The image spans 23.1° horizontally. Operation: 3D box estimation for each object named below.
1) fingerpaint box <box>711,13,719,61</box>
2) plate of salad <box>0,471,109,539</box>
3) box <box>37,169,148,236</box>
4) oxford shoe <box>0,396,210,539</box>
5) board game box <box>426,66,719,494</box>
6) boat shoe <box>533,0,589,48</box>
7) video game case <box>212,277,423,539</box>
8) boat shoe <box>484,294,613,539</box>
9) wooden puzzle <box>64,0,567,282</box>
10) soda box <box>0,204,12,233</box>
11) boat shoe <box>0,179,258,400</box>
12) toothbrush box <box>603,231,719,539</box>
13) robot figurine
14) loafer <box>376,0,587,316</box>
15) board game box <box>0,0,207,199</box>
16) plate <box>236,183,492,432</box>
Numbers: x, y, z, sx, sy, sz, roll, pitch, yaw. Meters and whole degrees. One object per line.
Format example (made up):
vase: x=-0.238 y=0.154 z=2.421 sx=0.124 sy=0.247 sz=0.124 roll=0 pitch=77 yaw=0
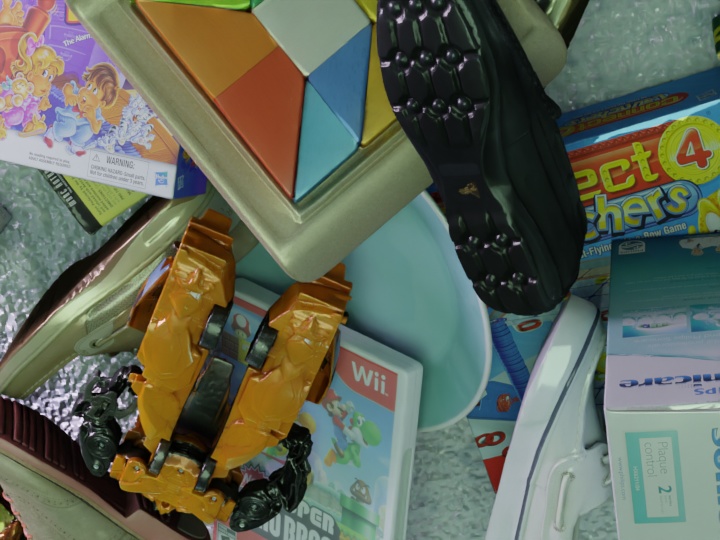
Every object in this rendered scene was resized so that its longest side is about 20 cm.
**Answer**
fingerpaint box: x=0.307 y=-0.088 z=0.923 sx=0.166 sy=0.073 sz=0.200 roll=-32 pitch=105 yaw=21
plate of salad: x=-0.206 y=0.210 z=1.143 sx=0.198 sy=0.048 sz=0.202 roll=3 pitch=114 yaw=8
box: x=-0.095 y=-0.105 z=0.989 sx=0.199 sy=0.050 sz=0.075 roll=-33 pitch=104 yaw=21
oxford shoe: x=-0.190 y=0.140 z=1.064 sx=0.199 sy=0.071 sz=0.075 roll=35 pitch=101 yaw=-15
board game box: x=0.139 y=0.010 z=1.000 sx=0.198 sy=0.056 sz=0.197 roll=-16 pitch=110 yaw=15
boat shoe: x=0.094 y=-0.167 z=0.928 sx=0.066 sy=0.072 sz=0.202 roll=27 pitch=115 yaw=8
video game case: x=-0.030 y=0.119 z=1.051 sx=0.142 sy=0.017 sz=0.202 roll=24 pitch=122 yaw=34
boat shoe: x=0.114 y=0.107 z=0.972 sx=0.065 sy=0.072 sz=0.201 roll=17 pitch=117 yaw=9
wooden puzzle: x=-0.021 y=-0.125 z=0.880 sx=0.185 sy=0.037 sz=0.200 roll=-40 pitch=95 yaw=-2
soda box: x=-0.298 y=-0.074 z=1.023 sx=0.063 sy=0.068 sz=0.200 roll=-35 pitch=105 yaw=20
boat shoe: x=-0.142 y=0.022 z=1.039 sx=0.065 sy=0.072 sz=0.200 roll=42 pitch=114 yaw=-16
toothbrush box: x=0.171 y=0.085 z=0.888 sx=0.084 sy=0.200 sz=0.148 roll=-5 pitch=113 yaw=10
robot figurine: x=-0.082 y=0.066 z=1.002 sx=0.144 sy=0.058 sz=0.201 roll=23 pitch=129 yaw=-5
loafer: x=0.062 y=-0.073 z=0.859 sx=0.068 sy=0.070 sz=0.202 roll=1 pitch=125 yaw=37
board game box: x=-0.171 y=-0.126 z=0.954 sx=0.198 sy=0.045 sz=0.136 roll=13 pitch=100 yaw=17
plate: x=0.000 y=0.000 z=0.993 sx=0.199 sy=0.026 sz=0.201 roll=28 pitch=137 yaw=30
